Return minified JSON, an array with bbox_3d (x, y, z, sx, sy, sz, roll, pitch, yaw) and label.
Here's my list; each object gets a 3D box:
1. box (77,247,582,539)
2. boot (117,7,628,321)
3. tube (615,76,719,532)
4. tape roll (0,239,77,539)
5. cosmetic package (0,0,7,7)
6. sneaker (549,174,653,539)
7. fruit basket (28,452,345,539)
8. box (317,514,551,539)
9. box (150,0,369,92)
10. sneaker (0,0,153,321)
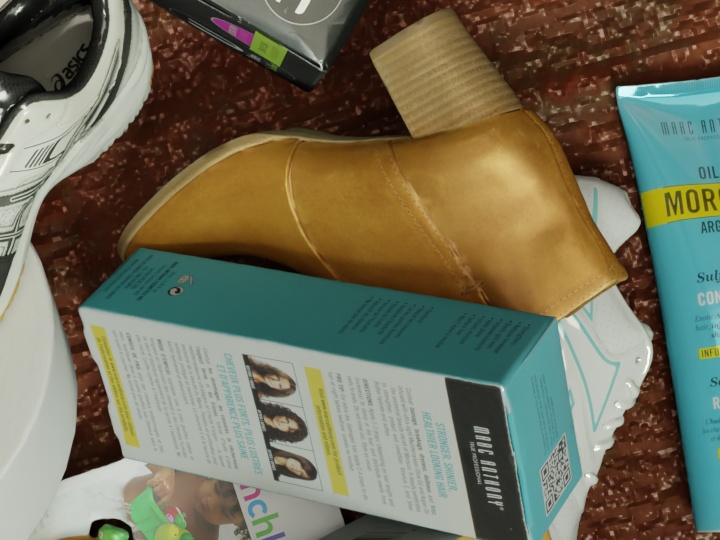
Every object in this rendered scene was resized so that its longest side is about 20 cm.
[{"bbox_3d":[-0.014,0.048,0.868,0.199,0.049,0.083,10,129,30],"label":"box"},{"bbox_3d":[0.001,0.000,0.894,0.201,0.071,0.144,-32,84,27],"label":"boot"},{"bbox_3d":[0.162,0.013,0.949,0.077,0.050,0.201,-6,85,-9],"label":"tube"},{"bbox_3d":[-0.219,0.046,0.884,0.202,0.071,0.203,-1,63,2],"label":"tape roll"},{"bbox_3d":[-0.158,-0.195,0.923,0.103,0.073,0.201,25,89,-1],"label":"cosmetic package"},{"bbox_3d":[0.089,0.055,0.932,0.080,0.070,0.201,-1,90,-4],"label":"sneaker"},{"bbox_3d":[-0.088,0.174,0.917,0.199,0.094,0.186,-18,91,-5],"label":"fruit basket"},{"bbox_3d":[0.031,0.207,0.883,0.124,0.097,0.201,-24,98,-33],"label":"box"},{"bbox_3d":[-0.021,-0.192,0.888,0.124,0.149,0.200,31,89,-3],"label":"box"},{"bbox_3d":[-0.155,-0.044,0.840,0.075,0.088,0.200,25,67,11],"label":"sneaker"}]
